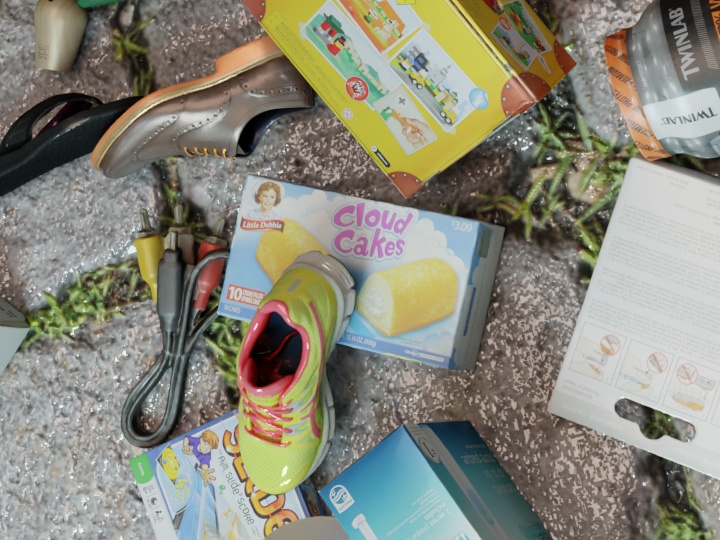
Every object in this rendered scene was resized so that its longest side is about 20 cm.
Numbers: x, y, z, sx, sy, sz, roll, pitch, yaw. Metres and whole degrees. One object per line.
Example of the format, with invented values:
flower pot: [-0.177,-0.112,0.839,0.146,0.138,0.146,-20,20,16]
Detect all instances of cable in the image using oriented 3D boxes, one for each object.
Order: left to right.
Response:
cable: [-0.145,0.048,1.417,0.097,0.050,0.200,7,101,6]

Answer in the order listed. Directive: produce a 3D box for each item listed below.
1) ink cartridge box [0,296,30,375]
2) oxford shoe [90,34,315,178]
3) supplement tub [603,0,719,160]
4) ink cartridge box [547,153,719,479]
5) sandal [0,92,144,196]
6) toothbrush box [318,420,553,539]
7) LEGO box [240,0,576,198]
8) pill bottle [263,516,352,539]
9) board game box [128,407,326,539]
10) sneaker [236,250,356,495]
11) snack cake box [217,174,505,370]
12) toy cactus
ink cartridge box: [-0.401,0.085,1.485,0.147,0.083,0.200,36,99,20]
oxford shoe: [-0.129,-0.116,1.395,0.200,0.071,0.073,-28,81,18]
supplement tub: [0.279,-0.153,1.199,0.200,0.123,0.123,-20,79,20]
ink cartridge box: [0.242,0.033,1.247,0.162,0.057,0.200,21,103,22]
sandal: [-0.271,-0.112,1.448,0.200,0.075,0.048,-23,82,20]
toothbrush box: [0.081,0.212,1.242,0.085,0.146,0.200,-39,72,16]
LEGO box: [0.033,-0.177,1.265,0.200,0.077,0.149,50,131,-5]
pill bottle: [-0.019,0.284,1.263,0.104,0.104,0.200,-2,111,22]
board game box: [-0.090,0.217,1.372,0.135,0.034,0.200,-27,77,19]
sneaker: [-0.064,0.086,1.284,0.078,0.090,0.200,18,117,20]
snack cake box: [0.000,0.000,1.333,0.200,0.067,0.115,12,92,23]
toy cactus: [-0.248,-0.250,1.450,0.200,0.102,0.165,12,101,14]
